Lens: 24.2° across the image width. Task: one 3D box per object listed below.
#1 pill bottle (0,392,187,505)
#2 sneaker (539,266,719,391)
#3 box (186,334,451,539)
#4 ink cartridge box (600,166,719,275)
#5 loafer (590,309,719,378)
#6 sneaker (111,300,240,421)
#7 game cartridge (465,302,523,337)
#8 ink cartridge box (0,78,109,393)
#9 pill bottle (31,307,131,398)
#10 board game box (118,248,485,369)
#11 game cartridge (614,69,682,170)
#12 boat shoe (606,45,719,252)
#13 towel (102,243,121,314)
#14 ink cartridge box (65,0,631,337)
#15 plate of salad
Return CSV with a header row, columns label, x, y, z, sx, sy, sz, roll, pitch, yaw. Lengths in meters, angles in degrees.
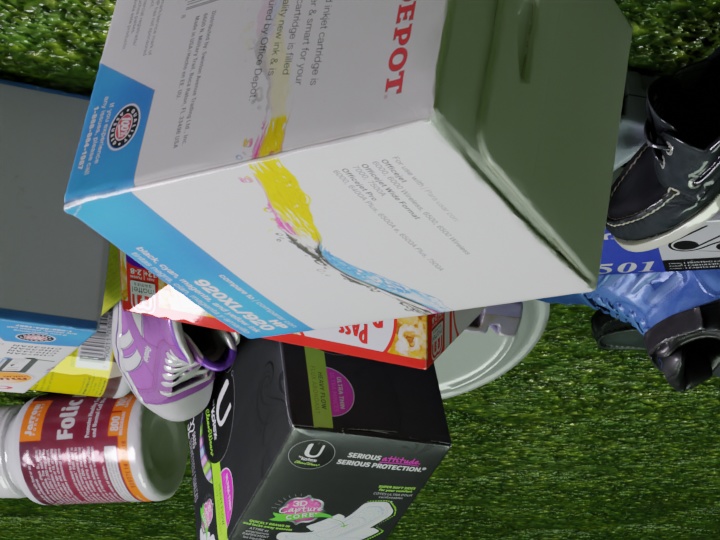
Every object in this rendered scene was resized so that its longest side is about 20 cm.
label,x,y,z,sx,sy,sz,roll,pitch,yaw
pill bottle,-0.289,0.183,1.732,0.198,0.116,0.114,-5,162,20
sneaker,0.199,0.030,1.186,0.198,0.113,0.077,-8,160,31
box,-0.037,0.119,1.228,0.123,0.150,0.201,9,137,-23
ink cartridge box,0.205,-0.033,1.097,0.197,0.045,0.094,-3,160,16
loafer,0.279,0.051,1.314,0.198,0.071,0.068,-3,162,16
sneaker,-0.125,0.057,1.175,0.072,0.114,0.202,-27,138,-19
game cartridge,0.000,0.000,1.147,0.198,0.039,0.130,7,-159,-16
ink cartridge box,-0.248,-0.018,1.030,0.146,0.147,0.200,8,163,-22
pill bottle,-0.264,0.033,1.255,0.198,0.111,0.109,8,162,-17
board game box,-0.022,-0.007,1.009,0.198,0.047,0.151,10,-156,23
game cartridge,0.068,-0.087,0.962,0.198,0.041,0.133,8,166,-17
boat shoe,0.181,-0.082,0.867,0.066,0.075,0.199,26,142,-23
towel,-0.178,-0.020,1.126,0.018,0.087,0.200,-26,177,-29
ink cartridge box,-0.001,-0.073,0.756,0.198,0.149,0.144,-9,147,35
plate of salad,0.049,0.038,1.307,0.197,0.048,0.201,-6,141,-5
